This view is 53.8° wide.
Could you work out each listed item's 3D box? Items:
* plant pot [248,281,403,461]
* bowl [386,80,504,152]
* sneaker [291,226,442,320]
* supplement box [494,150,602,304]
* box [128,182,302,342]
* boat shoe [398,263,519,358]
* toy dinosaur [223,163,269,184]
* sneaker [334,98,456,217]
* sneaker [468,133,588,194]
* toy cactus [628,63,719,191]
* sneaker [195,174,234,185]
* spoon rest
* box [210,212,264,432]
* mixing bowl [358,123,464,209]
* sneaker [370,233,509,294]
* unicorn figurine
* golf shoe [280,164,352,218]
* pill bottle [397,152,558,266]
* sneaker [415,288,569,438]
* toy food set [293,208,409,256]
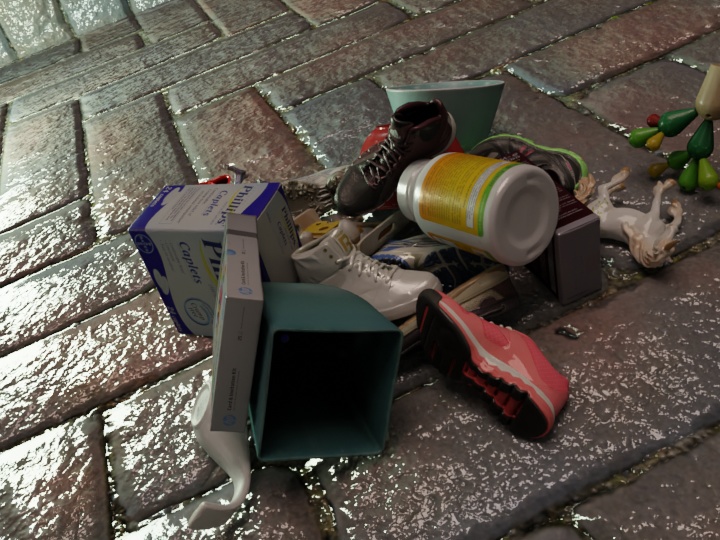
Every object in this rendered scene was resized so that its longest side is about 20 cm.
[{"bbox_3d":[-0.060,0.093,0.799,0.137,0.145,0.200,2,18,-21],"label":"plant pot"},{"bbox_3d":[0.141,-0.255,1.180,0.195,0.108,0.201,-3,16,1],"label":"bowl"},{"bbox_3d":[0.000,0.000,0.900,0.195,0.118,0.074,-8,25,27],"label":"sneaker"},{"bbox_3d":[0.232,-0.061,0.921,0.060,0.111,0.201,-21,37,-7],"label":"supplement box"},{"bbox_3d":[-0.183,-0.011,0.969,0.195,0.187,0.106,1,38,24],"label":"box"},{"bbox_3d":[0.101,0.069,0.846,0.197,0.066,0.072,-34,-6,-2],"label":"boat shoe"},{"bbox_3d":[-0.198,-0.058,1.049,0.103,0.186,0.200,21,8,-1],"label":"toy dinosaur"},{"bbox_3d":[0.035,-0.159,0.930,0.199,0.115,0.076,-40,73,3],"label":"sneaker"},{"bbox_3d":[0.237,-0.150,1.059,0.197,0.078,0.084,15,43,38],"label":"sneaker"},{"bbox_3d":[0.468,-0.187,0.947,0.101,0.169,0.198,-19,35,-39],"label":"toy cactus"},{"bbox_3d":[-0.264,-0.071,1.144,0.066,0.110,0.201,18,50,39],"label":"sneaker"},{"bbox_3d":[-0.156,0.195,0.795,0.100,0.060,0.202,-51,29,28],"label":"spoon rest"},{"bbox_3d":[-0.138,0.050,0.778,0.040,0.160,0.201,5,27,-14],"label":"box"},{"bbox_3d":[0.074,-0.166,1.065,0.194,0.112,0.200,-8,13,2],"label":"mixing bowl"},{"bbox_3d":[0.105,-0.020,0.953,0.195,0.079,0.086,2,36,24],"label":"sneaker"},{"bbox_3d":[0.356,-0.065,0.916,0.198,0.074,0.138,8,52,52],"label":"unicorn figurine"},{"bbox_3d":[-0.077,-0.127,1.187,0.194,0.080,0.097,-12,18,0],"label":"golf shoe"},{"bbox_3d":[0.132,-0.082,0.860,0.110,0.113,0.199,-34,30,-21],"label":"pill bottle"},{"bbox_3d":[0.143,0.090,0.778,0.086,0.075,0.200,-29,63,-37],"label":"sneaker"},{"bbox_3d":[-0.038,-0.060,1.039,0.196,0.062,0.143,2,28,37],"label":"toy food set"}]
